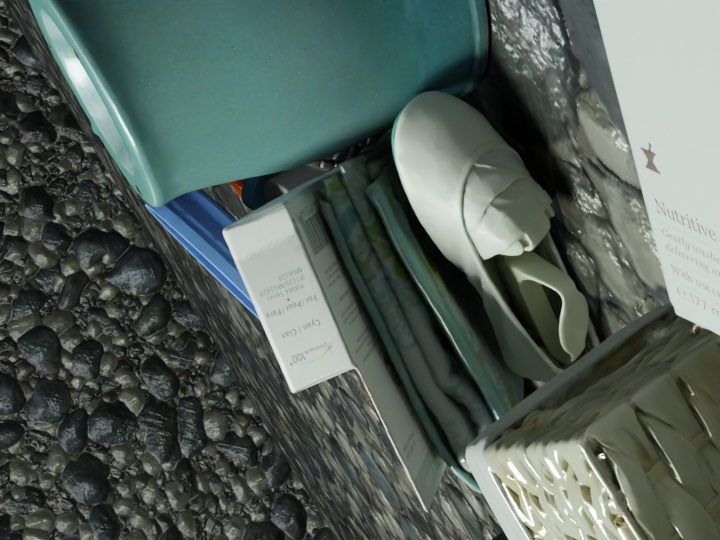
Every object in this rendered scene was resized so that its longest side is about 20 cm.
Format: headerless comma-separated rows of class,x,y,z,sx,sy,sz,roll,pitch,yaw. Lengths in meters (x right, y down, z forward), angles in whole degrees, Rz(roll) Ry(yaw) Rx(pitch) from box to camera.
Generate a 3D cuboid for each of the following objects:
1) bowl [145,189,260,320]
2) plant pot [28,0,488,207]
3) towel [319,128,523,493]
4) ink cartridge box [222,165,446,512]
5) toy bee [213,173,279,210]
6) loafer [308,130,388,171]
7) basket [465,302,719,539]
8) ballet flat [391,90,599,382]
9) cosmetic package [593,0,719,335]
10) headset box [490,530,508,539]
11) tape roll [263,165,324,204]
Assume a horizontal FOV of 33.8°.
bowl,-0.091,0.002,0.970,0.200,0.039,0.201,42,173,6
plant pot,-0.065,-0.138,0.623,0.201,0.186,0.201,54,166,20
towel,0.048,0.014,0.710,0.202,0.048,0.171,64,-164,-9
ink cartridge box,0.001,0.032,0.698,0.178,0.044,0.200,66,-164,-6
toy bee,-0.088,-0.109,1.026,0.130,0.110,0.200,28,-179,-3
loafer,-0.063,-0.144,0.804,0.199,0.073,0.071,37,-158,-7
basket,0.157,0.117,0.479,0.202,0.135,0.123,57,165,5
ballet flat,0.084,-0.012,0.635,0.069,0.069,0.201,40,164,54
cosmetic package,0.123,-0.066,0.311,0.113,0.080,0.202,40,158,59
headset box,0.180,0.280,0.848,0.174,0.092,0.202,43,159,49
tape roll,0.000,0.000,0.960,0.201,0.066,0.201,54,167,19
